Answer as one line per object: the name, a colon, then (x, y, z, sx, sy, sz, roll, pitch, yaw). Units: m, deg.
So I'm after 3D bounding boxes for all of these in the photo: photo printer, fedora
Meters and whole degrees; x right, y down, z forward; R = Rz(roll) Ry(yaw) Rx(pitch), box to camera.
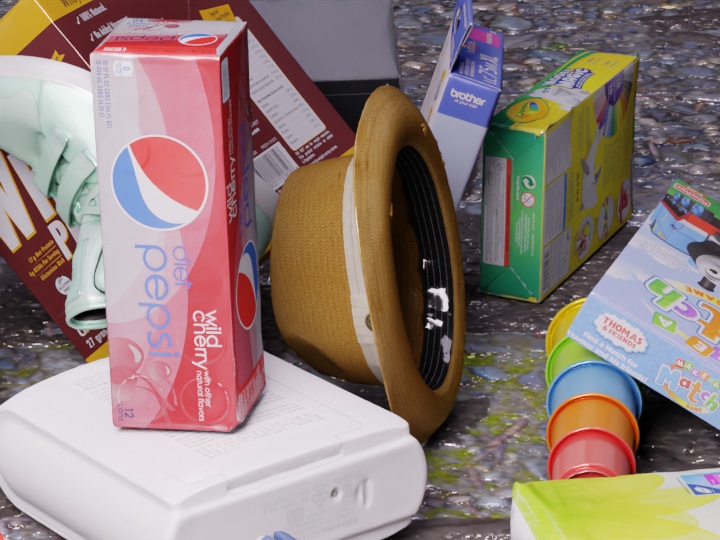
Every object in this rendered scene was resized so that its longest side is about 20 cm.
photo printer: (-0.089, 0.097, 1.547, 0.166, 0.070, 0.200, -16, 25, -35)
fedora: (0.000, 0.000, 1.631, 0.081, 0.201, 0.201, -4, 19, 17)

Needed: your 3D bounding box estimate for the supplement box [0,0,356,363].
supplement box: (-0.130, -0.076, 1.775, 0.133, 0.200, 0.197, -39, 0, 31)

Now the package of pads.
package of pads: (0.153, 0.152, 1.330, 0.154, 0.068, 0.200, -3, 19, -9)

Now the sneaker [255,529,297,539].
sneaker: (-0.018, 0.175, 1.320, 0.115, 0.081, 0.199, 4, 19, 20)

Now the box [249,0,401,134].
box: (-0.076, -0.109, 1.973, 0.199, 0.141, 0.079, -2, 56, -4)

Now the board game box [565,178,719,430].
board game box: (0.213, 0.029, 1.678, 0.151, 0.037, 0.200, 32, 28, 6)

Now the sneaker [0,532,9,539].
sneaker: (-0.177, 0.153, 1.367, 0.070, 0.094, 0.200, -9, 22, -22)

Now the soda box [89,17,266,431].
soda box: (-0.091, -0.022, 1.478, 0.070, 0.201, 0.063, 2, 21, 11)

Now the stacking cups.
stacking cups: (0.131, 0.082, 1.606, 0.060, 0.061, 0.200, 0, 24, 3)

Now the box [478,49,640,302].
box: (0.134, -0.068, 1.912, 0.048, 0.118, 0.200, 11, 23, 24)

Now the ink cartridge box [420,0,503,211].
ink cartridge box: (0.049, -0.073, 1.813, 0.042, 0.201, 0.119, 16, 20, -3)

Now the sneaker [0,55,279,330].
sneaker: (-0.154, -0.036, 1.610, 0.200, 0.074, 0.118, 26, 58, 8)
